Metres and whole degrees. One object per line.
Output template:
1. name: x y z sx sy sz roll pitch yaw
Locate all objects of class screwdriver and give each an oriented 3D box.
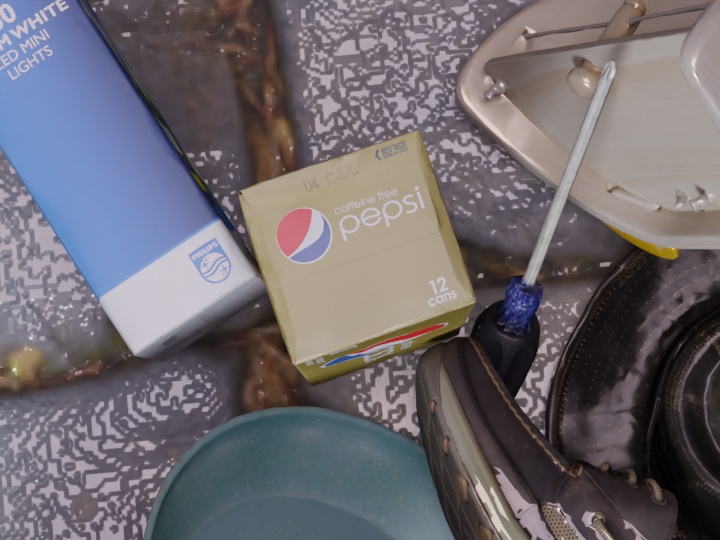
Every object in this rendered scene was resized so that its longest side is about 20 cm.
1. screwdriver: 0.066 -0.005 0.920 0.028 0.200 0.029 33 53 14

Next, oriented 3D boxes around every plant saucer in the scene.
1. plant saucer: -0.004 0.147 0.929 0.200 0.200 0.036 48 130 3

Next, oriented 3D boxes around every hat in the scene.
1. hat: 0.174 0.067 0.957 0.200 0.081 0.202 0 86 0

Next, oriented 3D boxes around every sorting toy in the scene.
1. sorting toy: 0.161 -0.102 0.934 0.107 0.200 0.180 46 76 -16

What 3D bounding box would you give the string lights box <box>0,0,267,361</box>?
1. string lights box: -0.115 -0.063 0.958 0.059 0.103 0.200 -33 87 -1

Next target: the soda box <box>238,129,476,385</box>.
1. soda box: 0.000 0.000 0.904 0.067 0.200 0.064 -19 86 -1

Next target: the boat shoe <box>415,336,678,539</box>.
1. boat shoe: 0.087 0.112 0.935 0.073 0.075 0.201 -26 82 -12
